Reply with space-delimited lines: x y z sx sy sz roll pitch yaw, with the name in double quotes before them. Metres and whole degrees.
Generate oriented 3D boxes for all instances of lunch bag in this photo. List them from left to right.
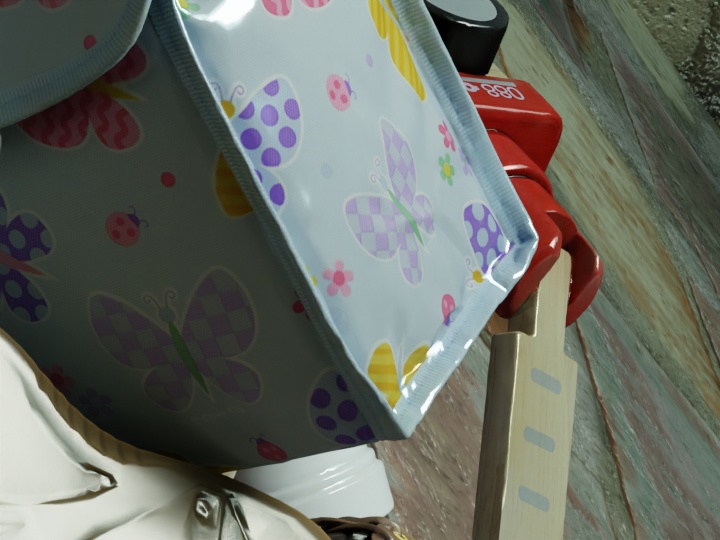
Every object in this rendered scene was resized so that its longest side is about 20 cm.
"lunch bag" -0.078 -0.045 0.715 0.127 0.169 0.201 -48 118 -51

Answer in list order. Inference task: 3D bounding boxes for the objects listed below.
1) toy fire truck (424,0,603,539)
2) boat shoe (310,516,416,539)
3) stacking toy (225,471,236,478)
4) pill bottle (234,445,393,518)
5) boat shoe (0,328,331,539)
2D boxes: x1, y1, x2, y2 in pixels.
"toy fire truck" 0.000 0.000 0.870 0.175 0.129 0.200 4 32 -39
"boat shoe" -0.011 0.116 0.947 0.200 0.071 0.068 59 35 -69
"stacking toy" -0.111 -0.002 0.928 0.085 0.085 0.201 38 21 -53
"pill bottle" -0.052 0.004 1.016 0.104 0.104 0.201 -31 103 -76
"boat shoe" -0.094 0.062 0.669 0.199 0.064 0.072 33 50 -27
